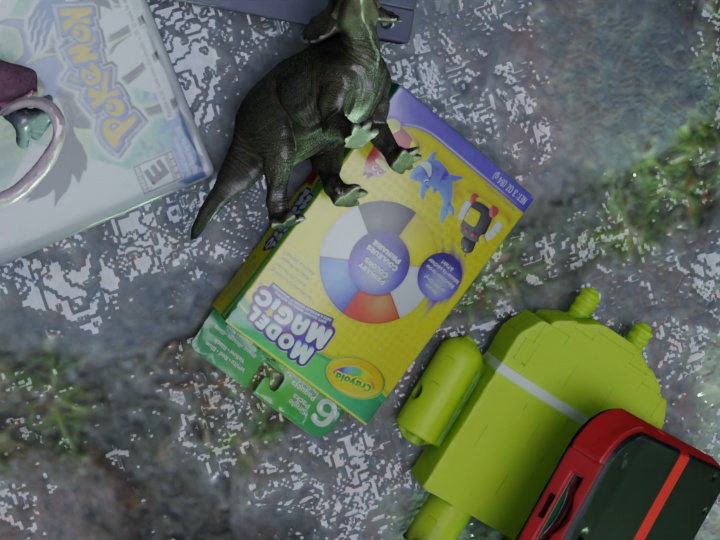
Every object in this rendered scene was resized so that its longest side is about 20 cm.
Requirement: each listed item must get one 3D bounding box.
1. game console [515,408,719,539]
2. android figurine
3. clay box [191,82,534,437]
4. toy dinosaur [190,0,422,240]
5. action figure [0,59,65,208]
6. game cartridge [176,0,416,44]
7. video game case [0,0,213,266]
[{"bbox_3d":[0.147,0.191,0.955,0.177,0.031,0.201,27,93,-52],"label":"game console"},{"bbox_3d":[0.115,0.108,0.969,0.181,0.041,0.201,30,92,-18],"label":"android figurine"},{"bbox_3d":[0.000,0.000,0.913,0.115,0.048,0.201,37,88,-20],"label":"clay box"},{"bbox_3d":[-0.028,-0.088,0.859,0.077,0.103,0.200,6,141,-41],"label":"toy dinosaur"},{"bbox_3d":[-0.265,-0.098,0.757,0.200,0.149,0.134,36,96,-31],"label":"action figure"},{"bbox_3d":[-0.053,-0.209,0.857,0.198,0.038,0.131,6,102,-24],"label":"game cartridge"},{"bbox_3d":[-0.201,-0.112,0.852,0.181,0.022,0.201,-24,106,-10],"label":"video game case"}]
